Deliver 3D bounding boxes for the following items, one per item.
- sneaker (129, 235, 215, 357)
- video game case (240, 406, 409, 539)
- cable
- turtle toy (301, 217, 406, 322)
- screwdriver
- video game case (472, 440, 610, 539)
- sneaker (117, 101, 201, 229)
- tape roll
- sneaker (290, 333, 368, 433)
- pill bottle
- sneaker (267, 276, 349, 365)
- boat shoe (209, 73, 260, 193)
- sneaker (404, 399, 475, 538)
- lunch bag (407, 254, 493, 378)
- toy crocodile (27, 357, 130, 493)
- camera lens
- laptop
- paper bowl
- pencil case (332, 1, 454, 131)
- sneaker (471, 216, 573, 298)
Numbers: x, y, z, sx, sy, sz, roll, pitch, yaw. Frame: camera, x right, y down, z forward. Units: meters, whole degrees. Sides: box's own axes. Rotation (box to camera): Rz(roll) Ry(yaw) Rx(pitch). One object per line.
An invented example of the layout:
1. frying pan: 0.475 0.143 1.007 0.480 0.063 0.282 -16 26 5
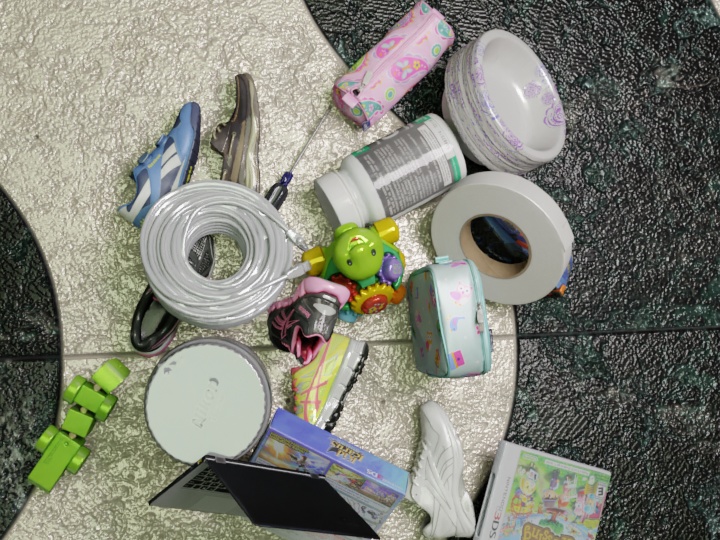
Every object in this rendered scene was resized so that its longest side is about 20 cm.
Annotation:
1. sneaker: -0.259 0.027 1.106 0.080 0.086 0.202 20 83 -7
2. video game case: -0.062 0.297 1.079 0.199 0.046 0.182 28 123 -4
3. cable: -0.190 -0.023 1.064 0.199 0.069 0.200 -37 82 -20
4. turtle toy: 0.000 0.000 1.093 0.145 0.201 0.102 -23 58 -4
5. screwdriver: -0.094 -0.157 1.175 0.028 0.029 0.201 31 79 -3
6. video game case: 0.260 0.356 1.149 0.199 0.022 0.184 20 83 -23
7. sneaker: -0.277 -0.149 1.126 0.082 0.074 0.202 18 82 -3
8. tape roll: 0.195 -0.042 1.118 0.203 0.203 0.037 44 48 -2
9. sneaker: -0.067 0.177 1.132 0.090 0.078 0.201 26 82 11
10. pill bottle: 0.041 -0.132 1.143 0.199 0.113 0.114 -29 89 -9
11. sneaker: -0.080 0.084 1.065 0.078 0.200 0.096 15 63 -16
12. boat shoe: -0.179 -0.183 1.140 0.073 0.074 0.202 0 84 -7
13. sneaker: 0.100 0.288 1.137 0.098 0.078 0.202 -11 86 -4
14. lunch bag: 0.118 0.063 1.092 0.076 0.200 0.162 -5 87 -9
15. toy crocodile: -0.385 0.210 1.094 0.067 0.062 0.201 29 87 -4
16. camera lens: -0.194 0.167 1.045 0.158 0.200 0.162 1 85 -7
17. laptop: -0.117 0.295 0.950 0.186 0.200 0.117 22 40 -39
18. paper bowl: 0.196 -0.231 1.149 0.200 0.104 0.203 18 60 -36
19. pencil case: 0.046 -0.299 1.172 0.087 0.087 0.200 45 81 -2
20. sneaker: 0.234 -0.046 1.190 0.200 0.075 0.079 41 68 -7
